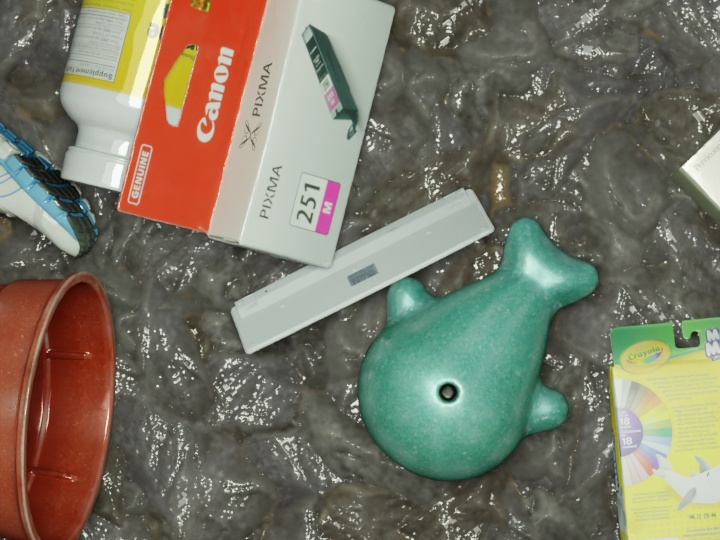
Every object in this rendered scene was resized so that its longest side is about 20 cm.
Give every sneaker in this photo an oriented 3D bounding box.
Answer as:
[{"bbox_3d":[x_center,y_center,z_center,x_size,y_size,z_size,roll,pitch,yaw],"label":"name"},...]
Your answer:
[{"bbox_3d":[-0.280,-0.067,1.688,0.200,0.075,0.087,41,98,10],"label":"sneaker"}]

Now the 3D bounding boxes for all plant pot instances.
[{"bbox_3d":[-0.295,0.090,1.628,0.195,0.201,0.201,6,89,11],"label":"plant pot"}]

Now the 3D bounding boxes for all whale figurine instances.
[{"bbox_3d":[0.085,0.057,1.647,0.159,0.104,0.200,40,90,3],"label":"whale figurine"}]

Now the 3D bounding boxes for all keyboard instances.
[{"bbox_3d":[0.000,0.000,1.681,0.200,0.011,0.056,-27,43,2],"label":"keyboard"}]

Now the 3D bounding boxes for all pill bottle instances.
[{"bbox_3d":[-0.152,-0.153,1.657,0.112,0.112,0.200,14,90,3],"label":"pill bottle"}]

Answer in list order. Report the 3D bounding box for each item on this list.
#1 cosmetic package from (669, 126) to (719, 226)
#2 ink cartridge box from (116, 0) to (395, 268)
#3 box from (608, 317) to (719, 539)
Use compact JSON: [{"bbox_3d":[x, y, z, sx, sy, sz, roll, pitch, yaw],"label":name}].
[{"bbox_3d":[0.329,-0.035,1.655,0.200,0.073,0.104,44,91,2],"label":"cosmetic package"},{"bbox_3d":[-0.071,-0.116,1.635,0.044,0.174,0.200,13,89,45],"label":"ink cartridge box"},{"bbox_3d":[0.242,0.135,1.668,0.117,0.048,0.200,-5,91,3],"label":"box"}]
